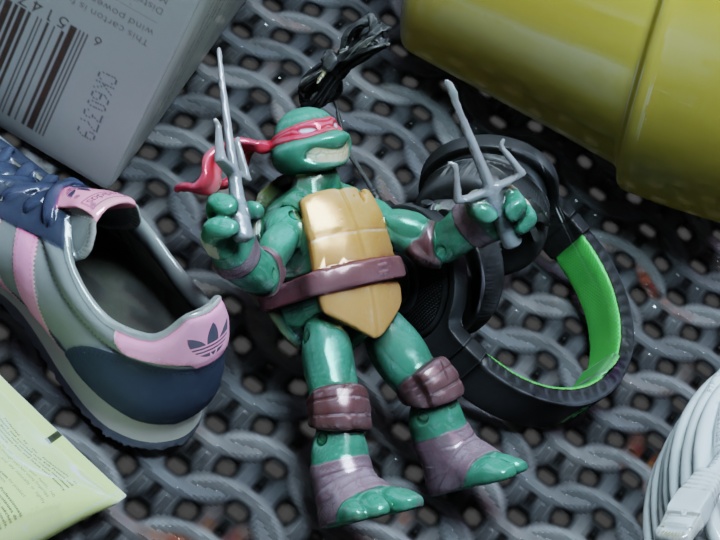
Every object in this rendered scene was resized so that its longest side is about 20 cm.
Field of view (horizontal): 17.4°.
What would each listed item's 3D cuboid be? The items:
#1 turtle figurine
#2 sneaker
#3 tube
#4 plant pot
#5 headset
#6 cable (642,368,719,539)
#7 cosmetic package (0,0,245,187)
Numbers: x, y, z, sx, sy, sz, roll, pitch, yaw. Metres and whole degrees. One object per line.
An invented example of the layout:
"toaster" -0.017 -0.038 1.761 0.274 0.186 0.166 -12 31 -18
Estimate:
"turtle figurine" 0.000 0.000 0.979 0.150 0.101 0.200 -15 88 -22
"sneaker" -0.127 -0.021 0.968 0.200 0.082 0.070 42 46 12
"tube" -0.173 0.102 0.858 0.200 0.052 0.058 -36 114 -49
"plant pot" 0.128 -0.145 1.160 0.189 0.201 0.201 19 42 8
"headset" 0.050 -0.023 1.061 0.200 0.094 0.124 44 43 -2
"cable" 0.205 0.111 0.891 0.200 0.069 0.200 31 41 1
"cosmetic package" -0.118 -0.182 1.064 0.165 0.165 0.200 30 42 -2
